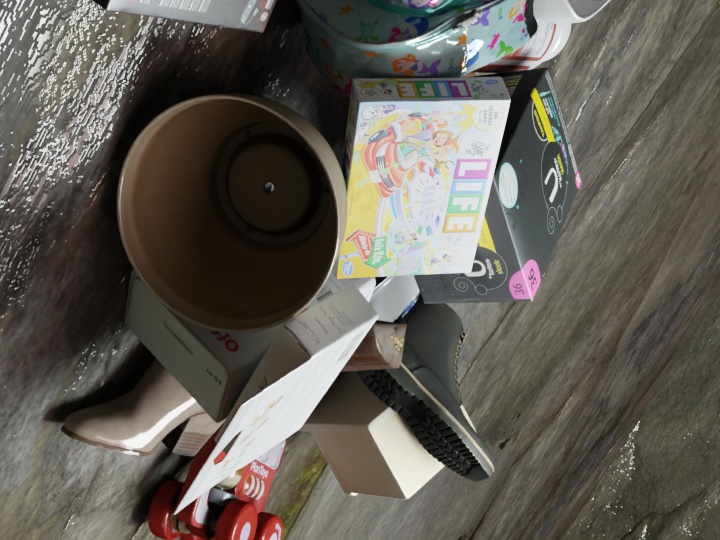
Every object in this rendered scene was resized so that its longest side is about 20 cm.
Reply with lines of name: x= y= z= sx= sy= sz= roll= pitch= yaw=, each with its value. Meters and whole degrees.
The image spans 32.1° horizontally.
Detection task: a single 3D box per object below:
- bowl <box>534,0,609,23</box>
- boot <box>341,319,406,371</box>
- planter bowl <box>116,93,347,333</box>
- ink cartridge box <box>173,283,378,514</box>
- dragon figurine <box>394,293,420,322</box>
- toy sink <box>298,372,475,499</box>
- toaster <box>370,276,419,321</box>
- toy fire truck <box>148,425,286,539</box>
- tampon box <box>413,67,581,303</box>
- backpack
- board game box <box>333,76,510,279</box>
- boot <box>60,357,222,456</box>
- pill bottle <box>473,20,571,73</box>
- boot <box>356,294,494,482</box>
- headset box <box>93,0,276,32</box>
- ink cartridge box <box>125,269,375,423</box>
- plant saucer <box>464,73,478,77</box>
bowl: x=0.184 y=-0.353 z=1.233 sx=0.200 sy=0.074 sz=0.202 roll=-47 pitch=117 yaw=-41
boot: x=-0.030 y=0.103 z=1.372 sx=0.186 sy=0.197 sz=0.065 roll=45 pitch=40 yaw=-61
planter bowl: x=-0.096 y=-0.061 z=1.099 sx=0.202 sy=0.198 sz=0.135 roll=-64 pitch=173 yaw=20
ink cartridge box: x=-0.087 y=0.115 z=1.105 sx=0.173 sy=0.044 sz=0.201 roll=-29 pitch=161 yaw=-41
dragon figurine: x=0.052 y=0.054 z=1.593 sx=0.099 sy=0.059 sz=0.201 roll=-42 pitch=152 yaw=-23
toy sink: x=0.024 y=0.197 z=1.535 sx=0.130 sy=0.199 sz=0.113 roll=-36 pitch=105 yaw=-30
toaster: x=0.000 y=0.000 z=1.389 sx=0.200 sy=0.113 sz=0.130 roll=-47 pitch=155 yaw=-16
toy fire truck: x=-0.151 y=0.246 z=1.457 sx=0.200 sy=0.111 sz=0.170 roll=51 pitch=53 yaw=-63
tampon box: x=0.128 y=-0.087 z=1.279 sx=0.201 sy=0.125 sz=0.151 roll=-61 pitch=138 yaw=-43
backpack: x=0.043 y=-0.245 z=1.108 sx=0.199 sy=0.178 sz=0.151 roll=-35 pitch=146 yaw=-14
board game box: x=0.049 y=-0.079 z=1.115 sx=0.132 sy=0.035 sz=0.202 roll=-3 pitch=134 yaw=-12
boot: x=-0.193 y=0.109 z=1.253 sx=0.199 sy=0.070 sz=0.148 roll=16 pitch=101 yaw=-53
pill bottle: x=0.141 y=-0.264 z=1.314 sx=0.199 sy=0.112 sz=0.113 roll=-11 pitch=131 yaw=-54
boot: x=0.106 y=0.127 z=1.434 sx=0.138 sy=0.200 sz=0.077 roll=-46 pitch=-172 yaw=-34
headset box: x=-0.128 y=-0.264 z=0.914 sx=0.199 sy=0.075 sz=0.150 roll=-6 pitch=127 yaw=-56
ink cartridge box: x=-0.107 y=0.031 z=1.208 sx=0.199 sy=0.144 sz=0.085 roll=-30 pitch=154 yaw=-38
plant saucer: x=0.110 y=-0.129 z=1.415 sx=0.200 sy=0.034 sz=0.204 roll=13 pitch=75 yaw=-62
